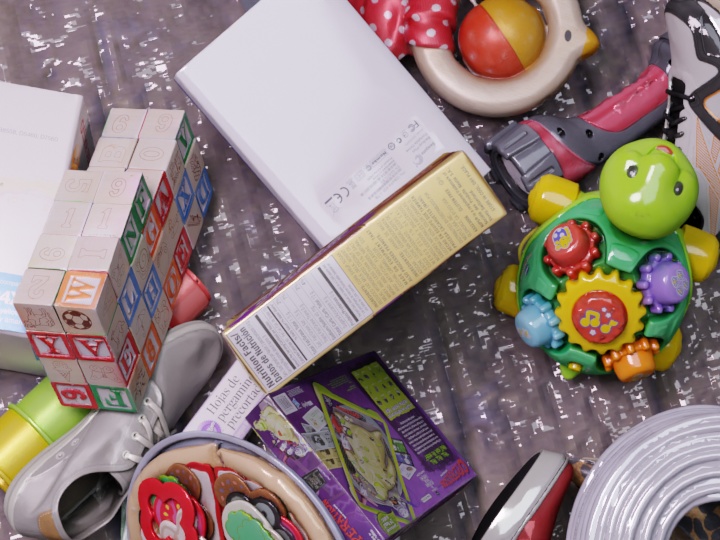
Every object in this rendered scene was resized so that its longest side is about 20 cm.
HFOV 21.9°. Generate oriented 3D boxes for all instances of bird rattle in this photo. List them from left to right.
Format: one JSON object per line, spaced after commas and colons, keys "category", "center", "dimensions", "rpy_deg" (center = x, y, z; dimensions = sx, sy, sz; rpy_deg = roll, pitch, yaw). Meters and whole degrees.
{"category": "bird rattle", "center": [0.087, -0.191, 1.388], "dimensions": [0.199, 0.113, 0.164], "rpy_deg": [-33, 77, -12]}

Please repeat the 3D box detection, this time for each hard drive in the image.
{"category": "hard drive", "center": [-0.019, -0.105, 1.338], "dimensions": [0.132, 0.025, 0.200], "rpy_deg": [-42, 93, -12]}

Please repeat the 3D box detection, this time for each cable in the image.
{"category": "cable", "center": [0.235, 0.192, 1.246], "dimensions": [0.199, 0.069, 0.201], "rpy_deg": [-24, 86, -3]}

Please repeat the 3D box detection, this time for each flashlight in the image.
{"category": "flashlight", "center": [0.188, -0.122, 1.402], "dimensions": [0.199, 0.068, 0.068], "rpy_deg": [-36, 77, -12]}

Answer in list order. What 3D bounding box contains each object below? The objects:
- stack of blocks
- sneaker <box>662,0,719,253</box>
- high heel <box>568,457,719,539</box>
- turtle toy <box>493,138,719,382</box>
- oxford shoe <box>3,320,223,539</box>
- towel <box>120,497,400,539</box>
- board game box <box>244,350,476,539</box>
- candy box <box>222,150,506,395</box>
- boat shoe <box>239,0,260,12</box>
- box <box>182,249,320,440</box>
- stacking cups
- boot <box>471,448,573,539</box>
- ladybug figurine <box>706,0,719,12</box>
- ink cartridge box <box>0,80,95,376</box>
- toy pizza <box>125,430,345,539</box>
{"category": "stack of blocks", "center": [-0.165, -0.019, 1.281], "dimensions": [0.058, 0.116, 0.201], "rpy_deg": [4, 51, 15]}
{"category": "sneaker", "center": [0.250, -0.102, 1.365], "dimensions": [0.079, 0.074, 0.202], "rpy_deg": [-18, 104, -5]}
{"category": "high heel", "center": [0.216, 0.222, 1.302], "dimensions": [0.199, 0.071, 0.143], "rpy_deg": [25, 72, -3]}
{"category": "turtle toy", "center": [0.179, -0.005, 1.315], "dimensions": [0.145, 0.101, 0.201], "rpy_deg": [20, 115, 2]}
{"category": "oxford shoe", "center": [-0.159, 0.116, 1.290], "dimensions": [0.057, 0.076, 0.200], "rpy_deg": [23, 58, 38]}
{"category": "towel", "center": [-0.073, 0.226, 1.304], "dimensions": [0.198, 0.023, 0.154], "rpy_deg": [5, 74, -3]}
{"category": "board game box", "center": [0.005, 0.120, 1.258], "dimensions": [0.120, 0.200, 0.032], "rpy_deg": [46, 108, 11]}
{"category": "candy box", "center": [0.000, 0.000, 1.261], "dimensions": [0.199, 0.117, 0.057], "rpy_deg": [-36, 94, 0]}
{"category": "boat shoe", "center": [-0.046, -0.192, 1.402], "dimensions": [0.062, 0.072, 0.201], "rpy_deg": [-21, 76, -16]}
{"category": "box", "center": [-0.056, 0.054, 1.345], "dimensions": [0.039, 0.041, 0.201], "rpy_deg": [35, 75, 5]}
{"category": "stacking cups", "center": [-0.191, 0.072, 1.322], "dimensions": [0.060, 0.061, 0.200], "rpy_deg": [40, 72, 7]}
{"category": "boot", "center": [0.132, 0.238, 1.291], "dimensions": [0.143, 0.072, 0.201], "rpy_deg": [28, 84, 3]}
{"category": "ladybug figurine", "center": [0.323, -0.205, 1.410], "dimensions": [0.135, 0.072, 0.201], "rpy_deg": [-18, 75, -44]}
{"category": "ink cartridge box", "center": [-0.263, -0.044, 1.311], "dimensions": [0.124, 0.129, 0.202], "rpy_deg": [10, 74, -2]}
{"category": "toy pizza", "center": [-0.083, 0.200, 1.211], "dimensions": [0.201, 0.200, 0.032], "rpy_deg": [50, 41, 10]}
